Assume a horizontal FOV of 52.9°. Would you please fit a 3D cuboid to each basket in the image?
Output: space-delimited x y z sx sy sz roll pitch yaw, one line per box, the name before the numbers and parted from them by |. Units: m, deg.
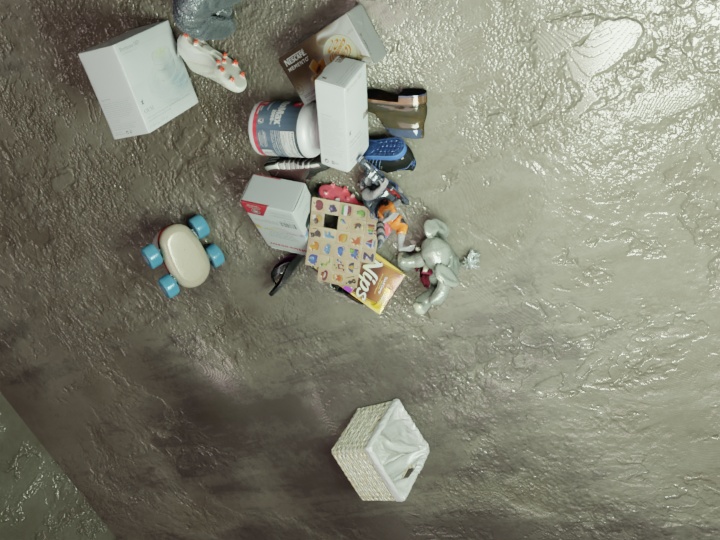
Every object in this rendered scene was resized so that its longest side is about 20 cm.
basket | 0.057 0.499 1.994 0.159 0.199 0.202 -18 112 40

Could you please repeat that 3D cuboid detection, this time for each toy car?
toy car | -0.505 -0.048 1.982 0.199 0.183 0.179 13 134 57

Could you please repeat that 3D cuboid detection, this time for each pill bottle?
pill bottle | -0.138 -0.313 1.606 0.196 0.120 0.122 7 124 24

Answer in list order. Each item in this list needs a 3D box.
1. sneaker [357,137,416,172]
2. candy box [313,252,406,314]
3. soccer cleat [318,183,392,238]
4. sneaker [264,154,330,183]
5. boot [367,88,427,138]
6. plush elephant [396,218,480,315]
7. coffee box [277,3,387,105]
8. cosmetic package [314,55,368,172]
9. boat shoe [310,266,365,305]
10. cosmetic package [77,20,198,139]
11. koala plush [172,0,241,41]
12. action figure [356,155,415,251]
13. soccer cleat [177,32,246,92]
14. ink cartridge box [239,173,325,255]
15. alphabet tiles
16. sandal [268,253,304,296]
sneaker | 0.032 -0.251 1.589 0.197 0.071 0.078 15 161 38
candy box | 0.000 0.000 1.746 0.198 0.056 0.118 35 94 1
soccer cleat | -0.016 -0.134 1.697 0.197 0.067 0.077 26 134 7
sneaker | -0.128 -0.220 1.703 0.197 0.076 0.117 4 130 37
boot | 0.048 -0.326 1.526 0.196 0.075 0.099 5 120 23
plush elephant | 0.157 -0.018 1.609 0.197 0.168 0.154 -22 151 21
coffee box | -0.059 -0.445 1.500 0.197 0.080 0.116 -19 111 36
cosmetic package | -0.035 -0.315 1.468 0.073 0.102 0.202 19 141 18
boat shoe | -0.050 0.017 1.814 0.198 0.068 0.073 32 132 8
cosmetic package | -0.504 -0.441 1.666 0.121 0.200 0.203 -3 120 30
koala plush | -0.357 -0.605 1.510 0.201 0.183 0.178 49 131 6
action figure | 0.035 -0.149 1.559 0.104 0.195 0.199 -39 134 13
soccer cleat | -0.339 -0.466 1.652 0.199 0.069 0.078 41 136 7
ink cartridge box | -0.179 -0.129 1.722 0.143 0.084 0.201 13 155 20
alphabet tiles | -0.043 -0.060 1.684 0.163 0.008 0.204 11 113 5
sandal | -0.190 -0.014 1.866 0.048 0.076 0.201 35 122 -6
